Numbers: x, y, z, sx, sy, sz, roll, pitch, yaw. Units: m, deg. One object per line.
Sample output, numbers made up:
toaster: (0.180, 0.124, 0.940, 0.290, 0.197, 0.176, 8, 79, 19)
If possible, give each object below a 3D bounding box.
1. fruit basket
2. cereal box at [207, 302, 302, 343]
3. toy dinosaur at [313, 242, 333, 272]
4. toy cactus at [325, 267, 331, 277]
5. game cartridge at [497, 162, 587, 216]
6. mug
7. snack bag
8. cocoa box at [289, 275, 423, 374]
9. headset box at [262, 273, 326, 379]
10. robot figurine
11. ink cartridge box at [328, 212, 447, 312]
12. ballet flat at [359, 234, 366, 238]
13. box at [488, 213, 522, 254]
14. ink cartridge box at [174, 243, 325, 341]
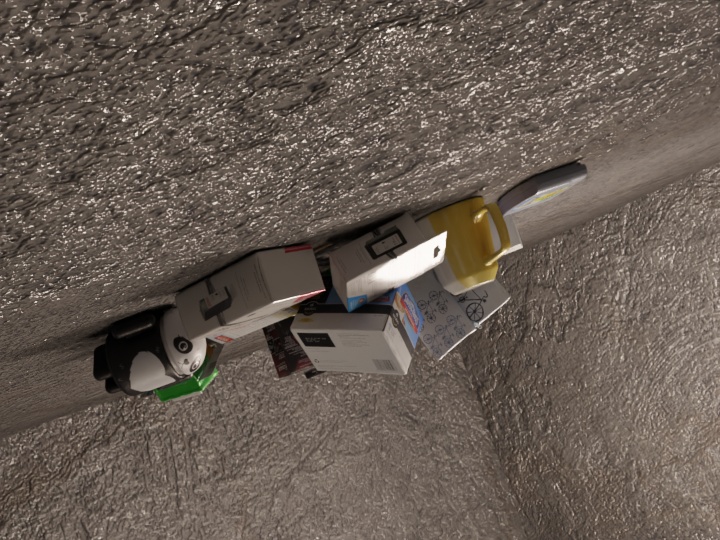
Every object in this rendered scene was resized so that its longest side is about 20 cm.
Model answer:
fruit basket: (-0.361, 0.185, 1.822, 0.182, 0.095, 0.201, -18, -156, 17)
cereal box: (-0.221, 0.073, 1.603, 0.197, 0.040, 0.144, -21, 154, 19)
toy dinosaur: (-0.104, -0.006, 1.496, 0.107, 0.060, 0.200, -49, 177, -9)
toy cactus: (0.000, 0.000, 1.724, 0.198, 0.104, 0.164, -27, -171, -35)
game cartridge: (0.354, -0.159, 1.721, 0.131, 0.041, 0.200, -16, 173, -13)
mug: (0.191, -0.042, 1.622, 0.147, 0.156, 0.187, -19, 174, -4)
snack bag: (0.174, 0.044, 1.705, 0.199, 0.190, 0.021, -38, 165, 5)
cocoa box: (-0.004, 0.098, 1.598, 0.197, 0.134, 0.133, -1, -133, 29)
headset box: (-0.123, 0.125, 1.815, 0.147, 0.203, 0.075, -17, 174, -31)
robot figurine: (-0.368, 0.146, 1.512, 0.197, 0.127, 0.150, -20, 174, 4)
ink cartridge box: (0.048, -0.022, 1.492, 0.197, 0.068, 0.117, -27, 155, -12)
ballet flat: (0.050, -0.043, 1.574, 0.066, 0.058, 0.198, -24, 169, 35)
box: (0.253, -0.064, 1.920, 0.197, 0.099, 0.124, -21, 174, 12)
ink cartridge box: (-0.178, 0.036, 1.381, 0.198, 0.086, 0.145, -22, 174, 34)
